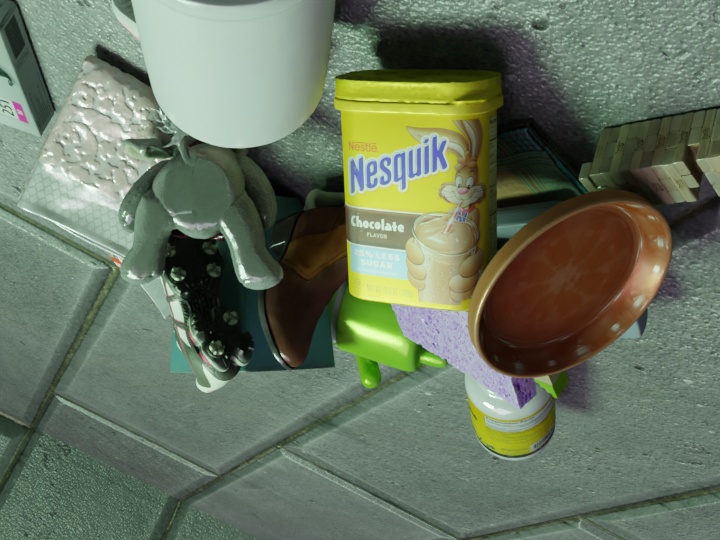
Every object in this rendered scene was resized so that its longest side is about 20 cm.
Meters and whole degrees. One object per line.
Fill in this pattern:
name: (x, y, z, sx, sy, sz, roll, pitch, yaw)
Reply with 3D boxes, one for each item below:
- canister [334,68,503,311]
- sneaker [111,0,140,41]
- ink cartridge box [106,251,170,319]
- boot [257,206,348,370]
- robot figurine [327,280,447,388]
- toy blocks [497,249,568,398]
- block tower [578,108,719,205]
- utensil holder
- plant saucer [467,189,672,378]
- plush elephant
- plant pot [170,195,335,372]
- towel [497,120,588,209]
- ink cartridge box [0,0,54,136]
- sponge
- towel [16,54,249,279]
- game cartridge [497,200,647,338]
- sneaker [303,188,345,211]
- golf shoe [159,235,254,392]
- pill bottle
canister: (0.053, -0.074, 0.952, 0.147, 0.086, 0.202, 6, 109, 26)
sneaker: (-0.144, -0.199, 1.013, 0.199, 0.076, 0.105, 21, 149, -5)
ink cartridge box: (-0.256, -0.055, 1.266, 0.201, 0.109, 0.050, 58, 160, -23)
boot: (0.000, 0.000, 1.081, 0.199, 0.189, 0.069, -15, 135, 25)
robot figurine: (0.024, 0.050, 1.291, 0.198, 0.116, 0.177, 17, 130, 15)
toy blocks: (0.136, 0.038, 1.102, 0.136, 0.100, 0.200, 19, 154, 38)
block tower: (0.284, -0.095, 0.885, 0.199, 0.058, 0.054, -6, 142, 43)
utensil holder: (-0.100, -0.215, 0.849, 0.169, 0.171, 0.200, 21, 155, 6)
plant saucer: (0.182, 0.012, 0.937, 0.032, 0.200, 0.201, 56, 180, 43)
plush elephant: (-0.164, -0.090, 1.102, 0.163, 0.155, 0.202, -4, 107, 4)
plant pot: (-0.128, 0.016, 1.241, 0.141, 0.202, 0.141, -5, 175, 45)
towel: (0.170, -0.068, 1.064, 0.146, 0.022, 0.200, -10, 138, 47)
ink cartridge box: (-0.452, -0.249, 1.210, 0.172, 0.044, 0.200, 19, 153, 7)
sponge: (0.090, 0.053, 1.070, 0.200, 0.030, 0.112, 29, 150, 51)
towel: (-0.253, -0.108, 1.179, 0.199, 0.192, 0.032, 28, -165, -16)
game cartridge: (0.208, 0.002, 1.096, 0.132, 0.042, 0.200, -9, 137, 42)
sneaker: (0.024, -0.038, 1.176, 0.198, 0.075, 0.100, 14, 148, 16)
golf shoe: (-0.184, 0.035, 1.150, 0.077, 0.201, 0.088, -4, 149, -34)
pill bottle: (0.191, 0.154, 1.352, 0.112, 0.113, 0.201, 14, 151, 19)
